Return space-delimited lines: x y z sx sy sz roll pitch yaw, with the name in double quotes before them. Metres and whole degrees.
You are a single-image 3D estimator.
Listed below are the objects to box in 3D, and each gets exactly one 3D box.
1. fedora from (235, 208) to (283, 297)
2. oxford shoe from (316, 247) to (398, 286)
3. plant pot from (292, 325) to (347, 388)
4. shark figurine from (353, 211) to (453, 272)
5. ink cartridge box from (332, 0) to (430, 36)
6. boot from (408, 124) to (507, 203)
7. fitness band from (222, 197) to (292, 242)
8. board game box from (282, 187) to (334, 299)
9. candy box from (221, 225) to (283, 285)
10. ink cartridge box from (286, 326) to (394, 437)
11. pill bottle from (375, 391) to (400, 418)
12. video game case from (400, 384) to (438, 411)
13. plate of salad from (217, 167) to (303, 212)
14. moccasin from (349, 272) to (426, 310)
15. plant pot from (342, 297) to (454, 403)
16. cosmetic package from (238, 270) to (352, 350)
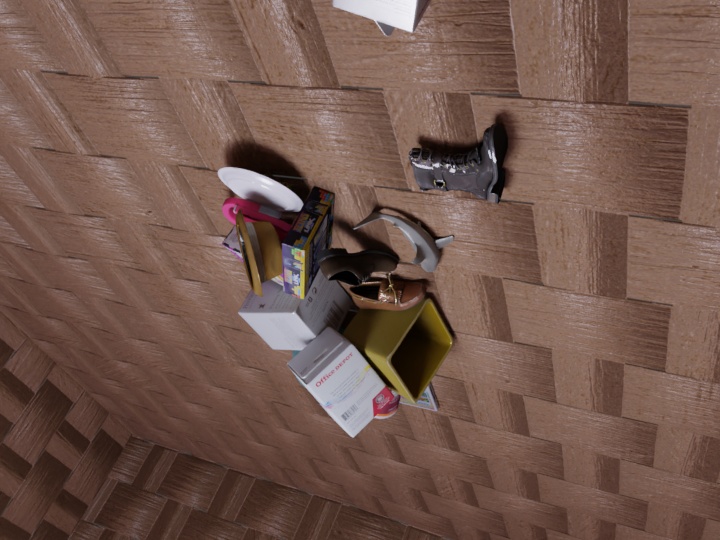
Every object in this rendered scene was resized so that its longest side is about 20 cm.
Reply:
"fedora" -0.217 -0.044 1.603 0.082 0.201 0.201 -14 150 -13
"oxford shoe" 0.000 0.000 1.627 0.200 0.084 0.073 -3 152 -28
"plant pot" -0.057 0.240 1.946 0.201 0.201 0.161 44 160 -28
"shark figurine" 0.102 -0.058 1.532 0.214 0.090 0.128 38 146 -22
"ink cartridge box" 0.043 -0.431 0.976 0.125 0.129 0.200 22 148 8
"boot" 0.168 -0.191 1.300 0.174 0.069 0.200 14 149 17
"fitness band" -0.229 -0.112 1.701 0.200 0.037 0.144 20 165 7
"board game box" -0.116 -0.058 1.612 0.057 0.165 0.200 21 148 8
"candy box" -0.224 -0.024 1.767 0.200 0.061 0.136 23 165 40
"ink cartridge box" -0.049 0.264 1.757 0.200 0.145 0.145 54 168 -27
"pill bottle" 0.064 0.315 2.058 0.114 0.114 0.200 18 133 13
"video game case" 0.124 0.349 2.182 0.200 0.024 0.182 8 145 25
"plate of salad" -0.214 -0.183 1.596 0.200 0.048 0.200 19 165 5
"moccasin" 0.064 0.049 1.733 0.201 0.074 0.078 2 146 38
"plant pot" 0.076 0.174 1.805 0.200 0.196 0.194 15 149 39
"cosmetic package" -0.165 0.094 1.872 0.200 0.167 0.166 -3 139 38
